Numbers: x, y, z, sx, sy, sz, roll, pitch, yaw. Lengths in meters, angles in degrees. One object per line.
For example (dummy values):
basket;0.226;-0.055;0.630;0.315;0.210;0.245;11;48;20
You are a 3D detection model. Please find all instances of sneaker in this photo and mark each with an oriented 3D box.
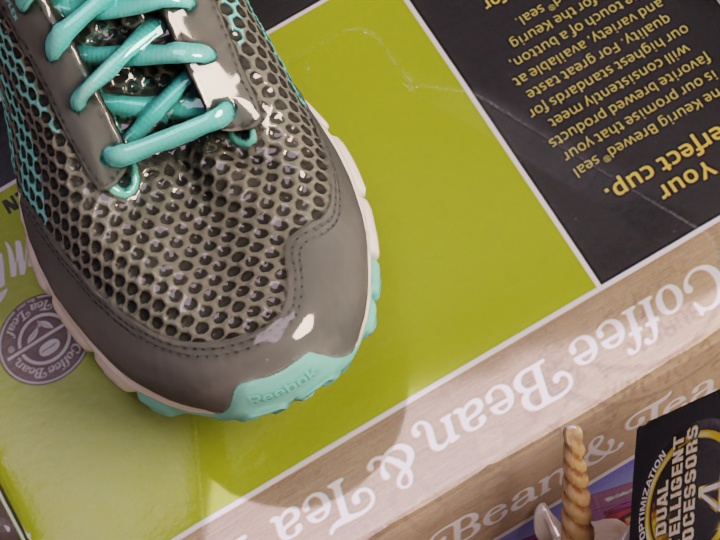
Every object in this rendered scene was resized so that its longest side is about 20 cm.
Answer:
sneaker;-0.058;-0.058;0.624;0.077;0.091;0.200;-27;60;0

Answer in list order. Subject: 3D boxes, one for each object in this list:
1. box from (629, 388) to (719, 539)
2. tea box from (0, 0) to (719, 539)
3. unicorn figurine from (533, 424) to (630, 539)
box;0.140;0.127;0.587;0.049;0.200;0.162;-29;47;47
tea box;0.000;0.000;0.709;0.200;0.134;0.197;-29;59;-3
unicorn figurine;0.075;0.142;0.629;0.074;0.200;0.138;-10;52;60
